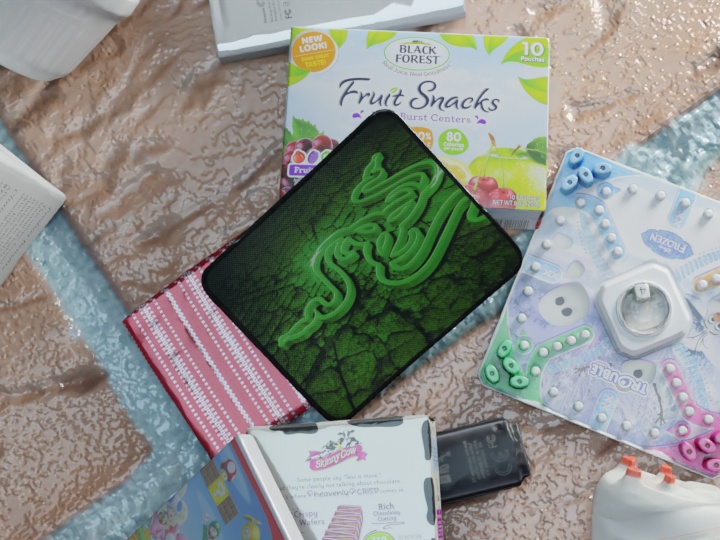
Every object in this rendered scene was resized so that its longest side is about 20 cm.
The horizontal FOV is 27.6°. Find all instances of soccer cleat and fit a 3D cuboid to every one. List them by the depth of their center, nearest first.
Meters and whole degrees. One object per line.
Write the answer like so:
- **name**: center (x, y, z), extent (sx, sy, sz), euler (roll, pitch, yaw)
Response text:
- **soccer cleat**: center (0.267, 0.195, 1.074), extent (0.199, 0.069, 0.078), euler (14, 100, 7)

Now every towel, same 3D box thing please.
- **towel**: center (-0.067, 0.039, 1.140), extent (0.200, 0.022, 0.145), euler (-35, 81, 0)

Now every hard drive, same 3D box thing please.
- **hard drive**: center (-0.025, -0.248, 1.173), extent (0.199, 0.026, 0.132), euler (-10, 82, 3)

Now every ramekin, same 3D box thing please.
- **ramekin**: center (-0.274, -0.227, 1.112), extent (0.202, 0.202, 0.094), euler (39, 100, 8)

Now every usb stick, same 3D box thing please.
- **usb stick**: center (0.027, 0.158, 1.111), extent (0.199, 0.033, 0.056), euler (-14, 79, 3)

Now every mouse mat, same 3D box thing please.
- **mouse mat**: center (0.000, 0.000, 1.093), extent (0.200, 0.008, 0.161), euler (-42, 98, 10)

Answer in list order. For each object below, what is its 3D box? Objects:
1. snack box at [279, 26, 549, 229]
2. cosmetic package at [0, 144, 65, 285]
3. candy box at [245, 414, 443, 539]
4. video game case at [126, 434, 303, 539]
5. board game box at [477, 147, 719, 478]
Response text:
- **snack box**: center (0.042, -0.109, 1.124), extent (0.199, 0.053, 0.143), euler (2, 74, 1)
- **cosmetic package**: center (-0.355, -0.053, 1.086), extent (0.166, 0.200, 0.168), euler (37, 87, 9)
- **candy box**: center (-0.008, 0.209, 1.057), extent (0.136, 0.061, 0.201), euler (-4, 81, 7)
- **video game case**: center (-0.115, 0.233, 1.055), extent (0.200, 0.017, 0.143), euler (-44, 60, 26)
- **board game box**: center (0.216, 0.029, 1.116), extent (0.199, 0.026, 0.201), euler (22, 84, 7)
